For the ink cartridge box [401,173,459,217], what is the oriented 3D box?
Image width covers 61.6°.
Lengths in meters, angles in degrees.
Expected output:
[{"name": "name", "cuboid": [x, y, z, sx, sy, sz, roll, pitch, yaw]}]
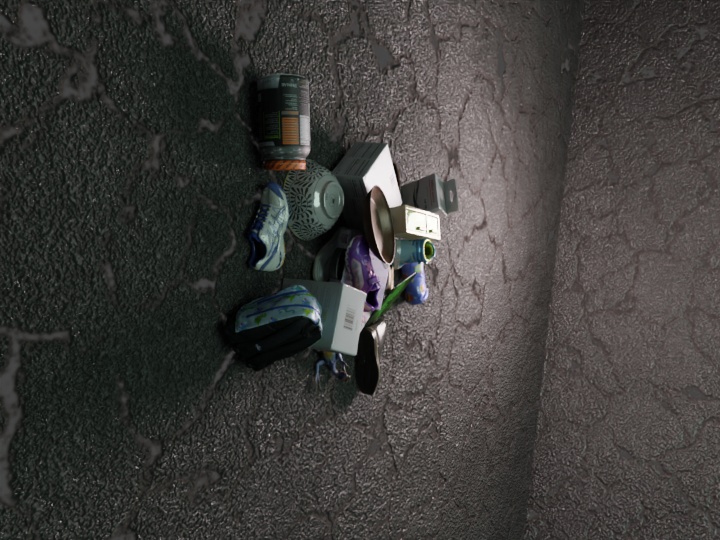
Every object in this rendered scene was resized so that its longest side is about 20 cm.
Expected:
[{"name": "ink cartridge box", "cuboid": [0.197, -0.216, 1.852, 0.066, 0.195, 0.120, 29, 50, -51]}]

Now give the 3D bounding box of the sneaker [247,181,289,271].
[{"name": "sneaker", "cuboid": [-0.215, -0.100, 1.385, 0.087, 0.073, 0.208, -6, 98, -54]}]

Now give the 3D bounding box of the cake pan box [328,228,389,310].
[{"name": "cake pan box", "cuboid": [0.000, 0.000, 1.611, 0.197, 0.051, 0.191, 13, 86, -49]}]

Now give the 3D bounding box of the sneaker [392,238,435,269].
[{"name": "sneaker", "cuboid": [0.156, -0.047, 1.776, 0.200, 0.126, 0.083, 25, 64, -84]}]

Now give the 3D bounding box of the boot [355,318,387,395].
[{"name": "boot", "cuboid": [0.047, 0.257, 1.822, 0.138, 0.075, 0.207, -30, 127, -63]}]

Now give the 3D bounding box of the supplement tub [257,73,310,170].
[{"name": "supplement tub", "cuboid": [-0.174, -0.334, 1.378, 0.121, 0.119, 0.208, -11, 103, -54]}]

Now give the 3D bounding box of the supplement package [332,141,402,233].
[{"name": "supplement package", "cuboid": [0.020, -0.224, 1.671, 0.157, 0.108, 0.204, -56, 143, -35]}]

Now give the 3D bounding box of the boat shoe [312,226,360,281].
[{"name": "boat shoe", "cuboid": [-0.059, -0.045, 1.624, 0.203, 0.070, 0.071, -57, 136, -35]}]

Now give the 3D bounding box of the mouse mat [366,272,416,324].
[{"name": "mouse mat", "cuboid": [0.082, 0.093, 1.788, 0.160, 0.008, 0.202, -32, 160, -49]}]

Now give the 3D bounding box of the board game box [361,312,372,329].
[{"name": "board game box", "cuboid": [-0.028, 0.089, 1.694, 0.202, 0.063, 0.150, -54, 134, -39]}]

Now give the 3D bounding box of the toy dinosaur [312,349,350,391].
[{"name": "toy dinosaur", "cuboid": [-0.070, 0.223, 1.632, 0.183, 0.101, 0.207, 67, 26, -64]}]

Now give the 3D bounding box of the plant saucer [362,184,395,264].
[{"name": "plant saucer", "cuboid": [0.044, -0.115, 1.554, 0.200, 0.035, 0.208, -10, 91, -73]}]

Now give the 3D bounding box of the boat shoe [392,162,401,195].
[{"name": "boat shoe", "cuboid": [0.088, -0.219, 1.808, 0.070, 0.068, 0.208, 127, -37, -81]}]

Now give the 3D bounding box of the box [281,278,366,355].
[{"name": "box", "cuboid": [-0.101, 0.111, 1.467, 0.105, 0.195, 0.158, 23, 75, -52]}]

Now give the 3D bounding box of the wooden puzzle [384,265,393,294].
[{"name": "wooden puzzle", "cuboid": [0.072, -0.021, 1.786, 0.200, 0.045, 0.192, 60, 30, -77]}]

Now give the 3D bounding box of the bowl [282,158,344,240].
[{"name": "bowl", "cuboid": [-0.101, -0.180, 1.530, 0.198, 0.092, 0.209, -7, 99, -56]}]

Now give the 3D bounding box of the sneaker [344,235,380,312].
[{"name": "sneaker", "cuboid": [0.014, 0.015, 1.528, 0.079, 0.087, 0.208, -10, 103, -43]}]

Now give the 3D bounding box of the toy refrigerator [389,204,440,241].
[{"name": "toy refrigerator", "cuboid": [0.157, -0.132, 1.726, 0.197, 0.068, 0.079, 7, 78, -55]}]

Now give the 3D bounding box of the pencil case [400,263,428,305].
[{"name": "pencil case", "cuboid": [0.175, 0.009, 1.969, 0.085, 0.078, 0.206, -20, 113, -21]}]

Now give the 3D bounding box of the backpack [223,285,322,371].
[{"name": "backpack", "cuboid": [-0.179, 0.123, 1.358, 0.157, 0.194, 0.165, -80, 149, -42]}]
